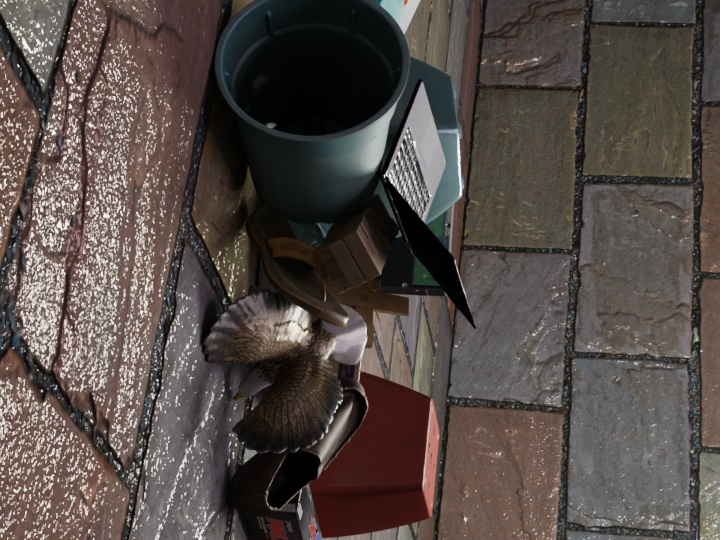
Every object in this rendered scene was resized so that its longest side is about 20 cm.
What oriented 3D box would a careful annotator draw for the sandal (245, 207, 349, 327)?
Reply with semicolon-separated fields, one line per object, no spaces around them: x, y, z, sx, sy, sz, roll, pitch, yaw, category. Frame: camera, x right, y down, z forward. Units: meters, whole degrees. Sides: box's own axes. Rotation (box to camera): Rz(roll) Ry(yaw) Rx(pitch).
-0.066;-0.015;1.479;0.054;0.080;0.201;-53;-138;20;sandal

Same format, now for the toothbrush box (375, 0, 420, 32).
0.017;-0.374;1.889;0.147;0.084;0.202;67;45;-68;toothbrush box

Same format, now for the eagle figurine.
-0.084;0.101;1.477;0.200;0.150;0.153;-45;157;-83;eagle figurine

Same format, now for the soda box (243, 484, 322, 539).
-0.090;0.309;1.633;0.201;0.070;0.064;81;14;-49;soda box

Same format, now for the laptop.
0.098;-0.073;1.554;0.188;0.115;0.202;66;42;-62;laptop

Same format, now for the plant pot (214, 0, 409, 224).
-0.050;-0.162;1.466;0.197;0.197;0.202;93;5;-59;plant pot

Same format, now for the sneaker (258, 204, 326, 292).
-0.071;-0.048;1.626;0.074;0.081;0.203;38;55;-79;sneaker

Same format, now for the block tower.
-0.001;-0.033;1.511;0.058;0.054;0.200;61;13;-8;block tower

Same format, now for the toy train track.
0.000;0.000;1.623;0.033;0.113;0.202;133;-36;-57;toy train track

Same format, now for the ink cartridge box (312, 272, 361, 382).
-0.043;0.103;1.703;0.200;0.074;0.167;117;-20;-69;ink cartridge box

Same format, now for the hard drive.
0.024;-0.039;1.838;0.038;0.197;0.142;62;31;-70;hard drive

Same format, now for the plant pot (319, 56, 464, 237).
0.029;-0.162;1.752;0.197;0.197;0.198;-94;178;-46;plant pot

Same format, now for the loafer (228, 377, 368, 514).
-0.055;0.204;1.531;0.200;0.071;0.073;-46;121;-21;loafer

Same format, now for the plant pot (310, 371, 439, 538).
0.017;0.259;1.937;0.201;0.174;0.202;73;21;-61;plant pot
